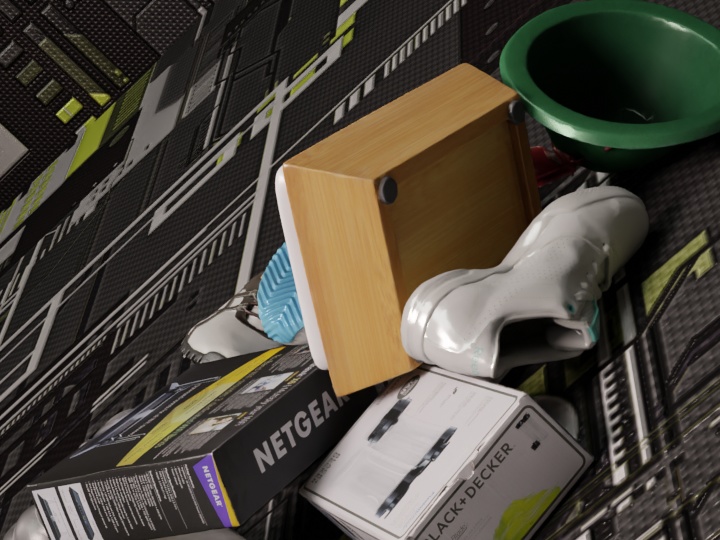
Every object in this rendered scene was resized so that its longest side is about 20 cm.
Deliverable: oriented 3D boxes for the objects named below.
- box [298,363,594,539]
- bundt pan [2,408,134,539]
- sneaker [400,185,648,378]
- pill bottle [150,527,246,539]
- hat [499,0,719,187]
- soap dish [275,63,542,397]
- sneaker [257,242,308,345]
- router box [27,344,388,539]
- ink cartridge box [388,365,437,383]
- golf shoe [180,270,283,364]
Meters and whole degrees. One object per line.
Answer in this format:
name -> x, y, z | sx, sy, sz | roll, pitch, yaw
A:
box -> 0.046, 0.123, 1.348 | 0.117, 0.060, 0.200 | -50, 15, -10
bundt pan -> -0.202, 0.183, 1.713 | 0.202, 0.076, 0.202 | -48, -3, -3
sneaker -> 0.123, 0.017, 1.384 | 0.200, 0.076, 0.088 | -31, 40, -32
pill bottle -> -0.135, 0.207, 1.520 | 0.114, 0.114, 0.200 | -49, 16, -8
hat -> 0.171, -0.074, 1.562 | 0.165, 0.177, 0.200 | -23, 43, -26
soap dish -> 0.041, -0.028, 1.453 | 0.081, 0.158, 0.200 | 3, 24, 39
sneaker -> 0.000, 0.000, 1.549 | 0.076, 0.081, 0.200 | 20, 41, 25
router box -> -0.095, 0.110, 1.472 | 0.157, 0.052, 0.200 | -13, 14, 35
ink cartridge box -> -0.003, 0.070, 1.642 | 0.196, 0.043, 0.200 | -22, 31, 53
golf shoe -> -0.080, 0.038, 1.762 | 0.095, 0.078, 0.200 | -56, 0, 14
